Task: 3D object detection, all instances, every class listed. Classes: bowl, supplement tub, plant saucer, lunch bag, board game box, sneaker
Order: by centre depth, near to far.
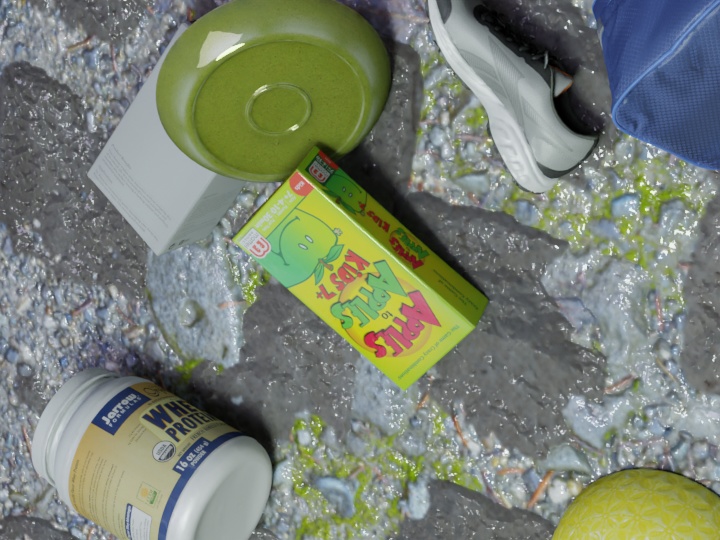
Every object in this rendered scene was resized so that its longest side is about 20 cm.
[{"bbox_3d":[0.262,-0.186,1.208,0.200,0.136,0.133,-43,38,36],"label":"lunch bag"},{"bbox_3d":[0.120,-0.163,1.377,0.079,0.074,0.200,-31,92,28],"label":"sneaker"},{"bbox_3d":[0.226,0.274,1.411,0.200,0.108,0.201,12,111,32],"label":"bowl"},{"bbox_3d":[-0.070,-0.142,1.442,0.200,0.199,0.031,-54,34,33],"label":"plant saucer"},{"bbox_3d":[0.000,0.000,1.479,0.200,0.048,0.102,42,125,-6],"label":"board game box"},{"bbox_3d":[-0.201,0.189,1.653,0.200,0.144,0.145,26,118,25],"label":"supplement tub"}]

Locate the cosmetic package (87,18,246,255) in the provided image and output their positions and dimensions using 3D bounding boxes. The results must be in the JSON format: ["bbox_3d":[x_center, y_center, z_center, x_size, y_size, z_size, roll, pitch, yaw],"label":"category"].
[{"bbox_3d":[-0.148,-0.123,1.561,0.113,0.081,0.200,49,124,12],"label":"cosmetic package"}]
